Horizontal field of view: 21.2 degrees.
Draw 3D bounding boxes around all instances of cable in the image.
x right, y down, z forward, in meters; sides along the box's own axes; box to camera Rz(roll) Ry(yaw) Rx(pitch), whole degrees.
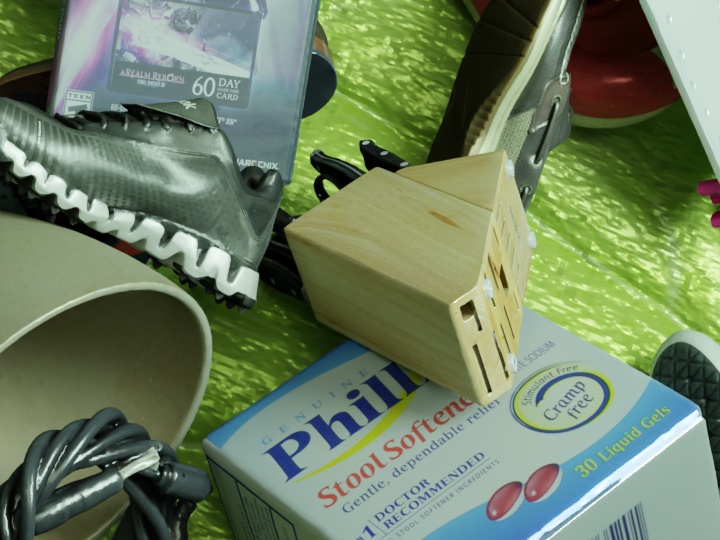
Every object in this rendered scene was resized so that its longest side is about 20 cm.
[{"bbox_3d":[-0.152,0.168,0.949,0.051,0.163,0.200,29,82,29],"label":"cable"}]

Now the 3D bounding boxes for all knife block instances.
[{"bbox_3d":[0.000,0.000,1.029,0.175,0.064,0.200,-11,31,17],"label":"knife block"}]

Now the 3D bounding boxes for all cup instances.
[{"bbox_3d":[-0.196,0.047,0.975,0.200,0.201,0.143,-38,61,-23],"label":"cup"}]

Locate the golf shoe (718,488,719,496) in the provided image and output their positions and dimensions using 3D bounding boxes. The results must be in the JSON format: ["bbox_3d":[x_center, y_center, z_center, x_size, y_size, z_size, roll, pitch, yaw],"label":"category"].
[{"bbox_3d":[0.159,0.214,1.064,0.094,0.078,0.201,0,73,12],"label":"golf shoe"}]

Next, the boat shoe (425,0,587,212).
[{"bbox_3d":[0.090,-0.092,1.127,0.065,0.073,0.201,19,103,-26],"label":"boat shoe"}]

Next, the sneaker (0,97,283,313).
[{"bbox_3d":[-0.117,-0.058,0.988,0.200,0.066,0.091,30,84,-35],"label":"sneaker"}]

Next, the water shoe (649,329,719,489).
[{"bbox_3d":[0.245,0.118,1.127,0.079,0.071,0.200,-23,74,-49],"label":"water shoe"}]

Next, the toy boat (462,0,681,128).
[{"bbox_3d":[0.138,-0.189,1.164,0.130,0.131,0.200,-28,79,-21],"label":"toy boat"}]

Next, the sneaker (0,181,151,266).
[{"bbox_3d":[-0.201,-0.058,1.054,0.199,0.085,0.075,20,66,-6],"label":"sneaker"}]

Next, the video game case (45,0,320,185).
[{"bbox_3d":[-0.088,-0.151,1.026,0.142,0.019,0.201,5,101,-27],"label":"video game case"}]

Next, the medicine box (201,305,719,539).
[{"bbox_3d":[0.052,0.115,0.993,0.182,0.103,0.200,-34,39,-23],"label":"medicine box"}]

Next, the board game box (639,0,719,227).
[{"bbox_3d":[0.216,-0.157,1.147,0.201,0.026,0.200,61,42,-26],"label":"board game box"}]

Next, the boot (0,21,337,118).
[{"bbox_3d":[-0.117,-0.126,1.125,0.199,0.075,0.097,-6,45,-5],"label":"boot"}]
